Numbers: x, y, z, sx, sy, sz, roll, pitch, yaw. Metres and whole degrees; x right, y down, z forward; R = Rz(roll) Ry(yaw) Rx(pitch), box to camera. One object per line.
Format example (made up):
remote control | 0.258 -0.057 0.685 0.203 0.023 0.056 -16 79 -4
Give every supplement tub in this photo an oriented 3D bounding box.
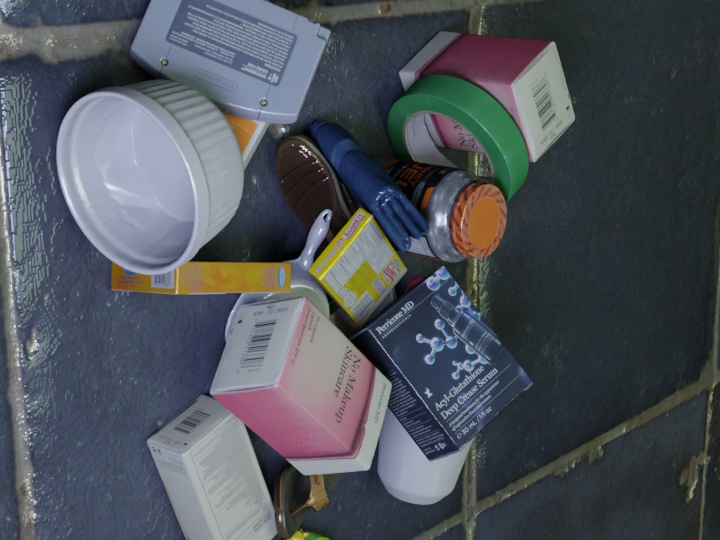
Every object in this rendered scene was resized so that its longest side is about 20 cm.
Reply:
supplement tub | 0.087 -0.080 1.713 0.122 0.199 0.124 -15 111 -45

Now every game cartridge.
game cartridge | -0.147 -0.245 1.440 0.198 0.042 0.134 22 80 -4

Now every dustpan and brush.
dustpan and brush | -0.079 0.018 1.641 0.139 0.057 0.201 19 110 -32

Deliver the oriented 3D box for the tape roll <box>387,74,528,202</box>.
tape roll | 0.129 -0.166 1.737 0.048 0.199 0.201 -48 131 -29

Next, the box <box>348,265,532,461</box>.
box | 0.101 0.124 1.722 0.148 0.107 0.201 -38 89 -26

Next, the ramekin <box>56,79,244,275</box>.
ramekin | -0.216 -0.106 1.379 0.105 0.199 0.202 -33 124 -48

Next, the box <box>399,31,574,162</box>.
box | 0.171 -0.238 1.765 0.109 0.199 0.129 -46 130 -30

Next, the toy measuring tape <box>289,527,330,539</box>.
toy measuring tape | -0.055 0.422 1.788 0.074 0.073 0.201 -45 130 -31

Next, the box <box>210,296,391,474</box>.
box | -0.068 0.142 1.573 0.200 0.108 0.129 46 48 -38

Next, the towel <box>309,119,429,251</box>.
towel | 0.008 -0.114 1.622 0.048 0.200 0.112 -38 133 0

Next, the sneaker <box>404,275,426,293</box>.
sneaker | 0.114 0.068 1.881 0.200 0.080 0.075 52 24 -47

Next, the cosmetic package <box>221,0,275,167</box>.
cosmetic package | -0.140 -0.208 1.489 0.101 0.071 0.201 27 75 -4

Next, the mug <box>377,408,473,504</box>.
mug | 0.104 0.246 1.867 0.185 0.149 0.155 -2 109 -41

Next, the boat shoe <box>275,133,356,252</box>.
boat shoe | -0.050 -0.093 1.670 0.075 0.074 0.203 -78 149 -57

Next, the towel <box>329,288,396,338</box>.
towel | -0.013 0.099 1.773 0.199 0.034 0.134 -34 123 -37

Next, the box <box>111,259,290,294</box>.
box | -0.174 0.006 1.504 0.199 0.118 0.042 -3 93 -48

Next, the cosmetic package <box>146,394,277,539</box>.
cosmetic package | -0.179 0.267 1.604 0.105 0.071 0.202 -38 126 -37

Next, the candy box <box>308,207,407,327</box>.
candy box | 0.000 0.000 1.641 0.103 0.026 0.200 -52 157 -7

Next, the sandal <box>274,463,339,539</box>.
sandal | -0.061 0.288 1.705 0.200 0.054 0.083 -23 105 -66
